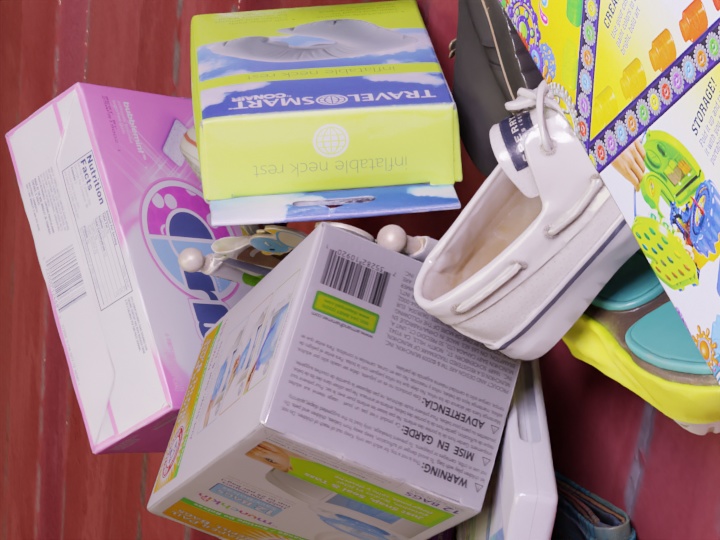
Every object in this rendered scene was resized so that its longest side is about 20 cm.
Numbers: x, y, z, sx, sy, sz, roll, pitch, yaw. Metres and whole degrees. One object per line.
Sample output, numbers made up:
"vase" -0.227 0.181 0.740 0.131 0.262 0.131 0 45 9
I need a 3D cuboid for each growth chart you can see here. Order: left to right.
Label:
"growth chart" 0.000 0.000 1.214 0.200 0.144 0.018 -4 75 53

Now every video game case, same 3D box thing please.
"video game case" 0.060 0.146 1.157 0.182 0.022 0.201 -89 7 -66

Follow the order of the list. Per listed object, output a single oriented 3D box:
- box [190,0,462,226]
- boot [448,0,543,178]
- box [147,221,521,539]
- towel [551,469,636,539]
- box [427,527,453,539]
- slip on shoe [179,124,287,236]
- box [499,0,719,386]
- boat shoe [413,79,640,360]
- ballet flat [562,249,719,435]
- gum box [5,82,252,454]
"box" -0.021 -0.081 1.202 0.200 0.121 0.048 -104 10 -67
"boot" 0.059 -0.139 1.135 0.138 0.077 0.201 139 122 -73
"box" -0.014 0.069 1.171 0.200 0.112 0.102 141 149 -64
"towel" 0.100 0.197 1.236 0.147 0.022 0.201 -149 53 -63
"box" 0.015 0.170 1.325 0.200 0.039 0.137 105 175 -49
"slip on shoe" -0.044 -0.062 1.309 0.074 0.061 0.200 50 -165 3
"box" 0.168 -0.086 0.718 0.122 0.199 0.193 106 147 -48
"boat shoe" 0.088 -0.047 1.023 0.200 0.070 0.071 -53 28 34
"ballet flat" 0.134 0.033 1.048 0.067 0.067 0.200 65 167 -22
"gum box" -0.110 -0.004 1.339 0.066 0.113 0.201 -30 69 35
